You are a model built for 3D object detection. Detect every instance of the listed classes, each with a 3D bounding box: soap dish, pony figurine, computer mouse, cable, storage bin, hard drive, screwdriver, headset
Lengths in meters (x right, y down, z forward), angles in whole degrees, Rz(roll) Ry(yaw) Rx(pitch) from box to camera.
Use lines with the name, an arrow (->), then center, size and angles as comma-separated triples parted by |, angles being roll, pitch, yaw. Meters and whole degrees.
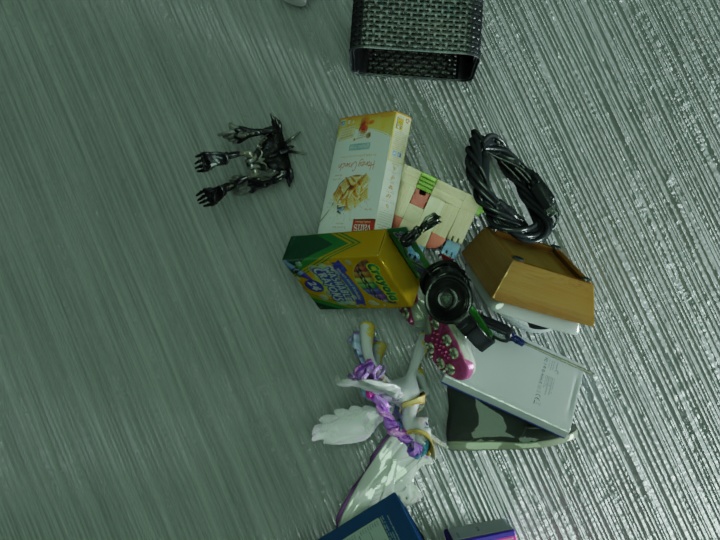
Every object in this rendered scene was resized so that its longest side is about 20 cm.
soap dish -> 0.244, 0.009, 1.375 | 0.155, 0.200, 0.082 | 16, 106, -11
pony figurine -> 0.033, 0.176, 1.390 | 0.190, 0.167, 0.202 | 11, 49, -16
computer mouse -> 0.217, 0.054, 1.444 | 0.198, 0.110, 0.044 | 24, 105, -5
cable -> 0.216, -0.125, 1.432 | 0.051, 0.162, 0.201 | -39, 81, 41
storage bin -> 0.084, -0.360, 1.461 | 0.197, 0.135, 0.095 | 3, 84, 1
hard drive -> 0.231, 0.156, 1.428 | 0.198, 0.026, 0.133 | 24, 49, 3
screwdriver -> 0.261, 0.120, 1.433 | 0.198, 0.028, 0.029 | 29, 80, 6
headset -> 0.129, 0.020, 1.314 | 0.094, 0.124, 0.200 | -39, 105, 10

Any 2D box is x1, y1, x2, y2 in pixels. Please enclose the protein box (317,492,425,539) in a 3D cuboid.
protein box -> 0.023, 0.466, 1.330 | 0.198, 0.136, 0.199 | -31, 41, -2

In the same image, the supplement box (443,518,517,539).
supplement box -> 0.193, 0.480, 1.391 | 0.102, 0.101, 0.203 | -10, 85, -1

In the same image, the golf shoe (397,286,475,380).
golf shoe -> 0.129, 0.077, 1.411 | 0.090, 0.076, 0.201 | -8, 47, -29

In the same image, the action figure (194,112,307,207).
action figure -> -0.174, -0.170, 1.456 | 0.101, 0.199, 0.121 | 4, 112, 37

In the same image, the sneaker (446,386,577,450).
sneaker -> 0.227, 0.214, 1.431 | 0.197, 0.075, 0.108 | -3, 84, 2

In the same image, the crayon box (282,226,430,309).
crayon box -> 0.000, 0.000, 1.388 | 0.198, 0.126, 0.052 | -4, 51, 31

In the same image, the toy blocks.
toy blocks -> 0.092, -0.078, 1.464 | 0.198, 0.100, 0.138 | 25, 96, 3

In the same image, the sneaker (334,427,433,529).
sneaker -> 0.033, 0.341, 1.420 | 0.099, 0.075, 0.201 | 33, 86, 5

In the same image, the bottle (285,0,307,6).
bottle -> -0.077, -0.525, 1.517 | 0.082, 0.065, 0.203 | 18, 85, 3

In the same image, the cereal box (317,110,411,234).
cereal box -> 0.004, -0.136, 1.443 | 0.039, 0.143, 0.203 | 16, 82, -37
